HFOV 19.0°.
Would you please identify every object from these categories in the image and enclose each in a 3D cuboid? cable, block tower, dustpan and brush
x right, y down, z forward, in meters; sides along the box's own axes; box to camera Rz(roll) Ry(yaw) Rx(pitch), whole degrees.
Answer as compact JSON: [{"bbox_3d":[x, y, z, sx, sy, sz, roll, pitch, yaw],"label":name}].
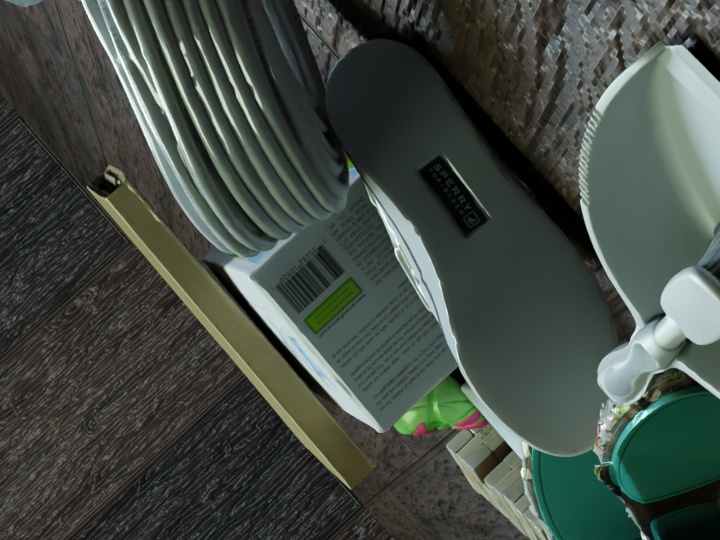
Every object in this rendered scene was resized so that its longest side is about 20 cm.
[{"bbox_3d":[-0.065,-0.107,0.930,0.200,0.069,0.202,-43,-69,-84],"label":"cable"},{"bbox_3d":[0.136,0.156,1.317,0.200,0.054,0.058,41,170,42],"label":"block tower"},{"bbox_3d":[0.116,0.013,0.735,0.140,0.057,0.200,48,172,7],"label":"dustpan and brush"}]

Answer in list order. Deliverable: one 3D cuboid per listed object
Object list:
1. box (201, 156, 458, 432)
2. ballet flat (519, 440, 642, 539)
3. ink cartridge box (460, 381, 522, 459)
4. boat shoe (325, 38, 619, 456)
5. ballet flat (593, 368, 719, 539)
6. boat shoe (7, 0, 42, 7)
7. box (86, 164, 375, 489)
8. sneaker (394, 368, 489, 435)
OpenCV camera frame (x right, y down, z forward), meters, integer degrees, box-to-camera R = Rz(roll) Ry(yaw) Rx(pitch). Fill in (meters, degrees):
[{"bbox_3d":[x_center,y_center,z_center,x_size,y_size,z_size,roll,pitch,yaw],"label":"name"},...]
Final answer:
[{"bbox_3d":[0.000,0.000,1.106,0.102,0.112,0.200,49,173,-9],"label":"box"},{"bbox_3d":[0.129,0.122,1.045,0.072,0.072,0.201,36,158,56],"label":"ballet flat"},{"bbox_3d":[0.140,0.113,1.121,0.160,0.047,0.200,50,173,-9],"label":"ink cartridge box"},{"bbox_3d":[0.050,-0.009,0.948,0.201,0.071,0.070,55,-179,5],"label":"boat shoe"},{"bbox_3d":[0.134,0.072,0.912,0.201,0.075,0.064,71,-172,-57],"label":"ballet flat"},{"bbox_3d":[-0.133,-0.173,1.013,0.075,0.086,0.202,44,-162,19],"label":"boat shoe"},{"bbox_3d":[-0.074,0.027,1.172,0.200,0.021,0.163,51,175,-10],"label":"box"},{"bbox_3d":[0.051,0.053,1.298,0.200,0.076,0.085,72,-168,-88],"label":"sneaker"}]
